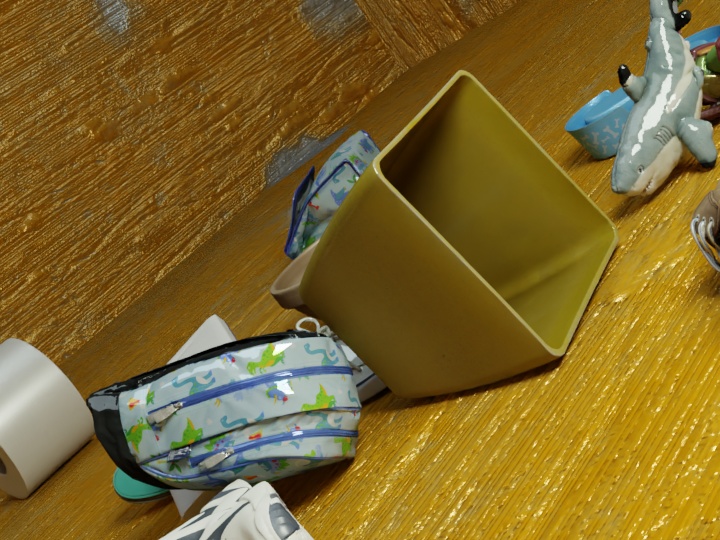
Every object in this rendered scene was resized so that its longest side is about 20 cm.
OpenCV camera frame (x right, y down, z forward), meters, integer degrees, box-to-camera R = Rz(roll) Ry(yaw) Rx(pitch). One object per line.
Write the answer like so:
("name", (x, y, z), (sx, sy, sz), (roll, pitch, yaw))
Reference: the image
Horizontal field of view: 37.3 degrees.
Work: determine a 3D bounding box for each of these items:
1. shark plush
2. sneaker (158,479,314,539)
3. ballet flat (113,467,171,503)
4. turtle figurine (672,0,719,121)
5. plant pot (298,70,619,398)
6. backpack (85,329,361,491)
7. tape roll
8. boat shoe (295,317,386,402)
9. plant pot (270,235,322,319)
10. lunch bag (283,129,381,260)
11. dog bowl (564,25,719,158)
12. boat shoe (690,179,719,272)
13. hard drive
("shark plush", (0.268, -0.167, 0.954), (0.083, 0.201, 0.091), (2, 12, -18))
("sneaker", (-0.102, 0.214, 0.746), (0.130, 0.080, 0.199), (-41, 13, -18))
("ballet flat", (-0.168, 0.184, 1.129), (0.200, 0.068, 0.064), (-34, -17, 5))
("turtle figurine", (0.357, -0.235, 1.006), (0.200, 0.144, 0.194), (-47, 20, -3))
("plant pot", (0.066, -0.011, 0.897), (0.176, 0.200, 0.200), (-40, 6, 40))
("backpack", (-0.096, 0.119, 0.892), (0.200, 0.154, 0.163), (-32, -24, 11))
("tape roll", (-0.517, 0.221, 1.601), (0.139, 0.203, 0.202), (-43, 14, -33))
("boat shoe", (-0.034, 0.085, 1.028), (0.202, 0.086, 0.075), (-27, 15, 38))
("plant pot", (0.000, 0.000, 1.249), (0.200, 0.093, 0.201), (-35, 11, 8))
("lunch bag", (-0.042, -0.118, 1.778), (0.200, 0.127, 0.170), (-45, 9, 25))
("dog bowl", (0.325, -0.193, 1.181), (0.200, 0.050, 0.112), (-34, 12, 14))
("boat shoe", (0.262, -0.030, 0.702), (0.072, 0.072, 0.200), (-34, 1, 33))
("hard drive", (-0.153, 0.142, 1.058), (0.132, 0.025, 0.200), (-47, 35, 3))
